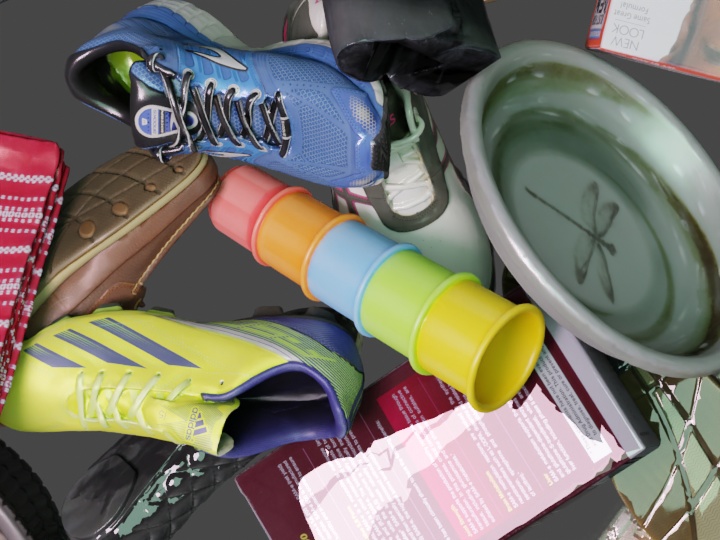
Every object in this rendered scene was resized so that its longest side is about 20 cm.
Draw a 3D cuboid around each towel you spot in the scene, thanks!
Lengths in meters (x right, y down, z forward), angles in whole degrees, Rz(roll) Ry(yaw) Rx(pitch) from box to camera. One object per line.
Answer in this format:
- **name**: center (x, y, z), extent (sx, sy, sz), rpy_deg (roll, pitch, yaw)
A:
- **towel**: center (-0.238, 0.008, 1.014), extent (0.144, 0.023, 0.201), rpy_deg (12, 62, -3)

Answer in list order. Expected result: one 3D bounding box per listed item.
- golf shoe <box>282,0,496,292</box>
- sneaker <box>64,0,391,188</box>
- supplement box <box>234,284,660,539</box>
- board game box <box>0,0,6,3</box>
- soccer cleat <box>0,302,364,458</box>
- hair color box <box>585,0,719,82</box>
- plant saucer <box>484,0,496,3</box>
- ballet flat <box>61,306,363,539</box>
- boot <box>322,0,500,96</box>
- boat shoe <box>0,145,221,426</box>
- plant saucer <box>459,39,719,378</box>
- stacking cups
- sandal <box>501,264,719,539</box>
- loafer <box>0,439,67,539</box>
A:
- **golf shoe**: center (0.012, -0.056, 1.060), extent (0.077, 0.088, 0.201), rpy_deg (-26, 96, 1)
- **sneaker**: center (-0.070, -0.079, 1.012), extent (0.199, 0.089, 0.079), rpy_deg (19, 123, 34)
- **supplement box**: center (0.046, 0.102, 1.061), extent (0.200, 0.061, 0.109), rpy_deg (-34, 79, 12)
- **board game box**: center (-0.181, -0.212, 1.015), extent (0.199, 0.028, 0.136), rpy_deg (-13, 97, 39)
- **soccer cleat**: center (-0.097, 0.062, 1.028), extent (0.199, 0.084, 0.065), rpy_deg (-4, 129, 0)
- **hair color box**: center (0.199, -0.202, 1.057), extent (0.110, 0.064, 0.201), rpy_deg (13, 97, -2)
- **plant saucer**: center (0.049, -0.242, 1.069), extent (0.199, 0.032, 0.202), rpy_deg (0, 95, 0)
- **ballet flat**: center (-0.080, 0.089, 1.100), extent (0.200, 0.057, 0.067), rpy_deg (-38, 56, 1)
- **boot**: center (-0.022, -0.188, 0.965), extent (0.164, 0.066, 0.201), rpy_deg (0, 73, -33)
- **boat shoe**: center (-0.150, 0.006, 1.080), extent (0.200, 0.072, 0.068), rpy_deg (-41, 122, 6)
- **plant saucer**: center (0.120, -0.025, 1.032), extent (0.200, 0.200, 0.050), rpy_deg (46, 128, -4)
- **stacking cups**: center (0.000, 0.000, 1.031), extent (0.200, 0.060, 0.061), rpy_deg (31, 96, 30)
- **sandal**: center (0.151, 0.064, 1.091), extent (0.080, 0.054, 0.200), rpy_deg (-37, 80, 11)
- **loafer**: center (-0.240, 0.108, 1.088), extent (0.071, 0.073, 0.200), rpy_deg (-45, 84, 8)
